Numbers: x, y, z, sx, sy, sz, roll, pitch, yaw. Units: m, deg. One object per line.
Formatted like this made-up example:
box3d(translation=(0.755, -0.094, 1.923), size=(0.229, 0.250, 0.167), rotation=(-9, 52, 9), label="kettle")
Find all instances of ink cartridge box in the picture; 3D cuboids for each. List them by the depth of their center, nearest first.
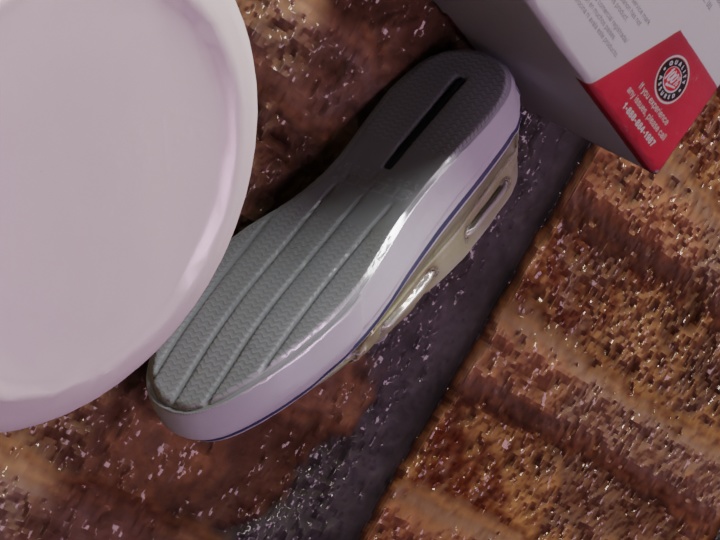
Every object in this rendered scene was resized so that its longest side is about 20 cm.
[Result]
box3d(translation=(0.118, -0.164, 0.991), size=(0.201, 0.083, 0.146), rotation=(-54, 141, -7), label="ink cartridge box")

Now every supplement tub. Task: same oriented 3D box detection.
box3d(translation=(-0.137, -0.053, 0.675), size=(0.140, 0.199, 0.141), rotation=(-24, 125, -38), label="supplement tub")

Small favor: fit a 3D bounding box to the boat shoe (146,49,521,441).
box3d(translation=(0.000, 0.000, 0.976), size=(0.200, 0.072, 0.062), rotation=(-45, 138, -22), label="boat shoe")
